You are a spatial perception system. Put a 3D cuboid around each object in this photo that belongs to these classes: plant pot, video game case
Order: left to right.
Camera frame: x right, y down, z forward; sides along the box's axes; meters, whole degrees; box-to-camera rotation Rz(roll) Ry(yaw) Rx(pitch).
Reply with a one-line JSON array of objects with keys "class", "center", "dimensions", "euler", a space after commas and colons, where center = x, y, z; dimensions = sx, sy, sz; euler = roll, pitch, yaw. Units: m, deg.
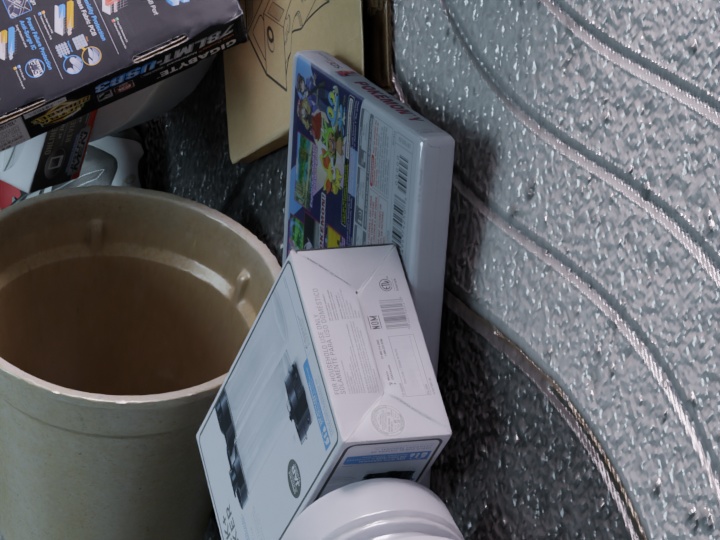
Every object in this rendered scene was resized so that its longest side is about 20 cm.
[{"class": "plant pot", "center": [-0.150, 0.081, 1.677], "dimensions": [0.201, 0.199, 0.184], "euler": [-116, 26, -46]}, {"class": "video game case", "center": [0.000, 0.000, 1.502], "dimensions": [0.182, 0.023, 0.201], "euler": [-141, 50, -60]}]

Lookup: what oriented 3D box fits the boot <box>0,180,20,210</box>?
[{"class": "boot", "center": [-0.238, -0.123, 2.013], "dimensions": [0.201, 0.072, 0.145], "euler": [63, 142, 35]}]

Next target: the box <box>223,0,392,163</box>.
[{"class": "box", "center": [-0.034, -0.161, 1.622], "dimensions": [0.200, 0.021, 0.165], "euler": [160, 111, -63]}]

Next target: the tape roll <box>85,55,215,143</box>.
[{"class": "tape roll", "center": [-0.184, -0.181, 1.763], "dimensions": [0.201, 0.071, 0.204], "euler": [7, 106, 24]}]

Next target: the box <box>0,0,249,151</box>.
[{"class": "box", "center": [-0.195, -0.187, 1.648], "dimensions": [0.050, 0.198, 0.201], "euler": [90, 154, -73]}]

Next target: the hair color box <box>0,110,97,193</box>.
[{"class": "hair color box", "center": [-0.257, -0.140, 1.734], "dimensions": [0.199, 0.064, 0.111], "euler": [27, 111, 20]}]

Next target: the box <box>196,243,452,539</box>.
[{"class": "box", "center": [-0.024, 0.087, 1.466], "dimensions": [0.200, 0.060, 0.117], "euler": [120, 140, -54]}]

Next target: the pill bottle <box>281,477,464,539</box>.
[{"class": "pill bottle", "center": [0.031, 0.199, 1.324], "dimensions": [0.200, 0.113, 0.114], "euler": [-116, 38, -46]}]

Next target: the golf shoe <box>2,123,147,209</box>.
[{"class": "golf shoe", "center": [-0.198, -0.021, 1.899], "dimensions": [0.200, 0.077, 0.095], "euler": [118, 146, -44]}]
